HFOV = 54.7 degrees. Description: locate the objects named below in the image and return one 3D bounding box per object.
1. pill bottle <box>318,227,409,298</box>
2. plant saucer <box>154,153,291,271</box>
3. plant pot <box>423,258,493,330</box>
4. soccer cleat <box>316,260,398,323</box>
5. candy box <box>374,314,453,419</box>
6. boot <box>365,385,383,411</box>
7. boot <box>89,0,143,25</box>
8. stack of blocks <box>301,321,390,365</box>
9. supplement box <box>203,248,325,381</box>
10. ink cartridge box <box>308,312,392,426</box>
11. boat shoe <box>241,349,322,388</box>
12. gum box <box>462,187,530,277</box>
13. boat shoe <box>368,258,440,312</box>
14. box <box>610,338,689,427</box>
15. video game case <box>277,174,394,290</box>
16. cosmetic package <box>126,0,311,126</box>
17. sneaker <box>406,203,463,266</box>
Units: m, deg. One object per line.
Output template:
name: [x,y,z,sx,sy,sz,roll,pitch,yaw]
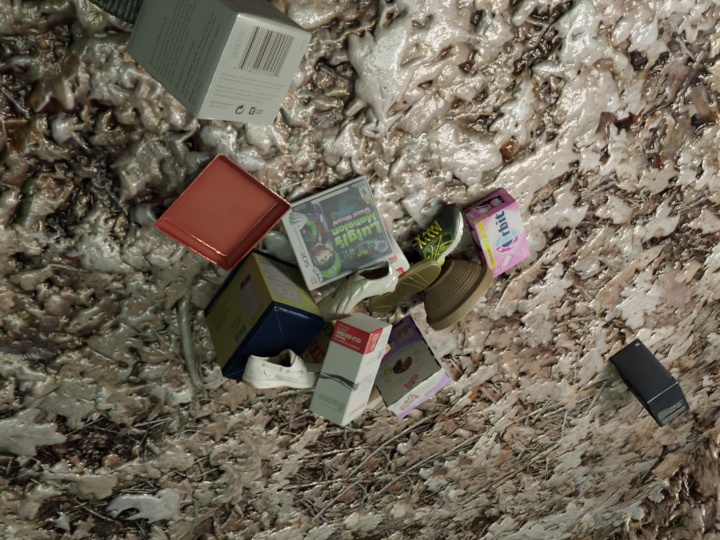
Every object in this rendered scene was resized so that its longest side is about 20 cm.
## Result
pill bottle: [0.000,0.000,1.550,0.199,0.111,0.111,-32,133,1]
plant saucer: [-0.272,-0.117,1.378,0.200,0.037,0.200,-44,132,12]
plant pot: [0.213,0.040,1.659,0.093,0.201,0.201,43,103,-9]
soccer cleat: [-0.015,0.041,1.461,0.199,0.070,0.078,-26,137,-5]
candy box: [0.110,0.238,1.733,0.167,0.201,0.072,-36,133,6]
boot: [0.064,0.294,1.856,0.198,0.070,0.147,-3,121,-25]
boot: [-0.377,-0.472,1.013,0.210,0.080,0.158,27,111,-39]
stack of blocks: [-0.034,0.185,1.594,0.115,0.059,0.199,-48,146,17]
supplement box: [-0.208,0.101,1.470,0.134,0.200,0.200,23,115,-39]
ink cartridge box: [-0.019,0.200,1.437,0.144,0.083,0.202,-8,116,-71]
boat shoe: [-0.143,0.193,1.391,0.199,0.070,0.070,4,100,-47]
gum box: [0.326,-0.091,1.662,0.113,0.066,0.201,-30,133,-2]
boat shoe: [0.097,0.024,1.613,0.073,0.064,0.200,25,129,-38]
box: [0.922,0.359,2.220,0.117,0.197,0.200,-36,133,7]
video game case: [-0.050,-0.079,1.458,0.198,0.023,0.183,-22,99,-8]
cosmetic package: [-0.219,-0.350,1.074,0.164,0.200,0.166,-7,133,-53]
sneaker: [0.168,-0.066,1.602,0.084,0.075,0.201,6,123,-28]
